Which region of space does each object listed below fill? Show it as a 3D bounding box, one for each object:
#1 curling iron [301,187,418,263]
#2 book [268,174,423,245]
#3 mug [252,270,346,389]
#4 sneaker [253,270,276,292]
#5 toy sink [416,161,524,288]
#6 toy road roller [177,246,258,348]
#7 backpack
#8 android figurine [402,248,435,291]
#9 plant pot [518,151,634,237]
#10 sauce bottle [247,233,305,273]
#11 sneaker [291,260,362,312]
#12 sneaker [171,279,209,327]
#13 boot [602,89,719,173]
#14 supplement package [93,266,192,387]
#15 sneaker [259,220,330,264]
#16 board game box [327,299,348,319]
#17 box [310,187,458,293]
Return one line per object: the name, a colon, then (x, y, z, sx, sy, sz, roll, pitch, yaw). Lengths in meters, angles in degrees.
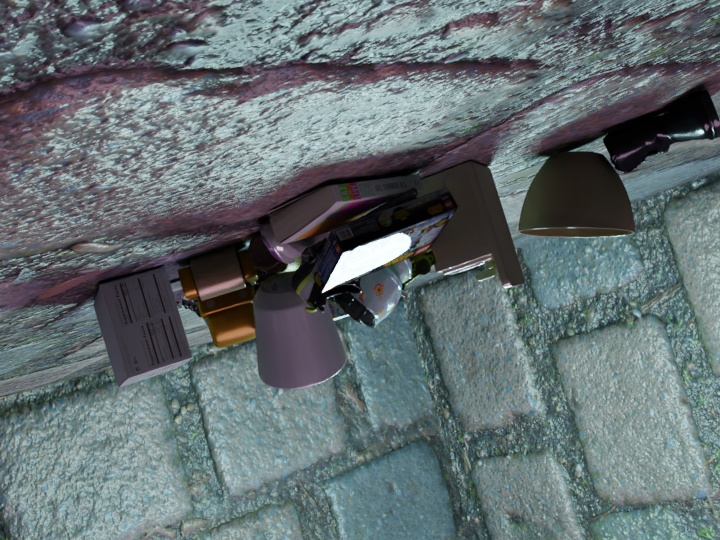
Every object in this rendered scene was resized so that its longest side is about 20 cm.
curling iron: (-0.001, -0.062, 1.311, 0.198, 0.026, 0.050, -29, -175, 14)
book: (-0.016, -0.094, 1.307, 0.133, 0.049, 0.199, -25, 173, 40)
mug: (-0.122, 0.086, 1.479, 0.185, 0.155, 0.149, 9, -150, 38)
sneaker: (-0.216, 0.019, 1.750, 0.198, 0.071, 0.090, -18, -174, 27)
toy sink: (0.172, -0.057, 1.446, 0.111, 0.203, 0.130, -19, 175, 21)
toy road roller: (-0.225, 0.049, 1.532, 0.121, 0.148, 0.200, -17, 175, -6)
backpack: (0.000, 0.000, 1.563, 0.153, 0.176, 0.200, -46, 174, 0)
android figurine: (0.099, -0.014, 1.778, 0.181, 0.041, 0.200, -35, -170, 14)
plant pot: (0.376, -0.132, 1.573, 0.197, 0.137, 0.200, 2, 178, 0)
sauce bottle: (-0.129, -0.027, 1.513, 0.065, 0.067, 0.200, -18, 174, 13)
sneaker: (-0.017, -0.002, 1.409, 0.199, 0.083, 0.072, -36, 167, -20)
sneaker: (-0.294, 0.071, 1.675, 0.197, 0.123, 0.084, -17, 175, 5)
boot: (0.482, -0.218, 1.464, 0.166, 0.077, 0.200, -22, 180, 12)
supplement package: (-0.369, 0.098, 1.516, 0.109, 0.158, 0.200, -17, 175, -22)
sneaker: (-0.085, -0.062, 1.385, 0.100, 0.075, 0.199, -44, 164, 18)
board game box: (-0.110, 0.063, 1.760, 0.102, 0.106, 0.199, -13, 174, -46)
box: (0.033, -0.043, 1.316, 0.198, 0.040, 0.137, -22, 163, -24)
